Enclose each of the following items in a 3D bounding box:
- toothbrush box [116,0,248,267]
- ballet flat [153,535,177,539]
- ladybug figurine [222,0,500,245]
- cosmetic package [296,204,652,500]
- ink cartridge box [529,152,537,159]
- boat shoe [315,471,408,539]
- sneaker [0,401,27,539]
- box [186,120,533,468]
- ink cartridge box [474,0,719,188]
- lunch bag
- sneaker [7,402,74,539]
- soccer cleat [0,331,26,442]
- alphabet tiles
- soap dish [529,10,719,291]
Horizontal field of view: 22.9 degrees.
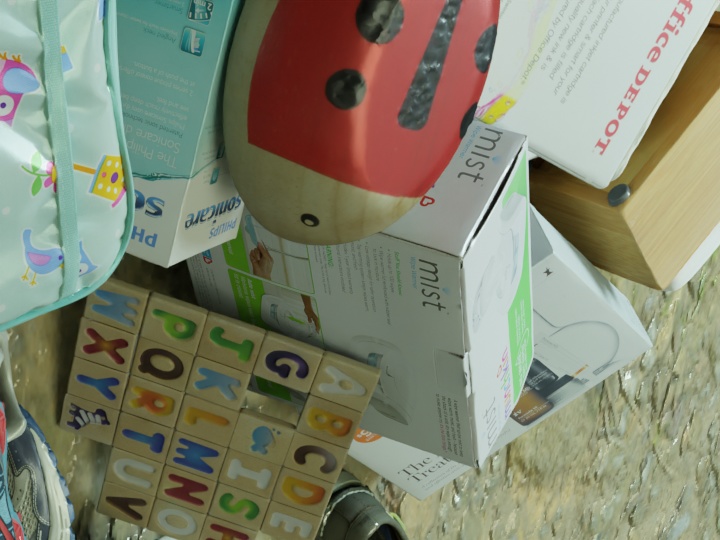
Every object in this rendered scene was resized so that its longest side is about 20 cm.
[{"bbox_3d":[-0.116,-0.122,0.864,0.085,0.146,0.200,-28,135,-67],"label":"toothbrush box"},{"bbox_3d":[-0.132,0.205,1.055,0.070,0.069,0.200,-68,167,11],"label":"ballet flat"},{"bbox_3d":[0.009,-0.101,0.829,0.136,0.072,0.200,6,106,-40],"label":"ladybug figurine"},{"bbox_3d":[0.073,0.059,1.175,0.200,0.052,0.151,-36,137,15],"label":"cosmetic package"},{"bbox_3d":[0.083,-0.155,1.084,0.176,0.045,0.200,-25,130,-52],"label":"ink cartridge box"},{"bbox_3d":[0.010,0.230,1.266,0.072,0.060,0.202,-36,133,-22],"label":"boat shoe"},{"bbox_3d":[-0.203,0.129,0.885,0.079,0.096,0.200,-17,127,-5],"label":"sneaker"},{"bbox_3d":[0.000,0.000,0.992,0.200,0.176,0.097,81,32,-51],"label":"box"},{"bbox_3d":[0.082,-0.152,0.953,0.200,0.086,0.148,26,98,-38],"label":"ink cartridge box"},{"bbox_3d":[-0.167,-0.067,0.697,0.160,0.077,0.200,-22,128,-32],"label":"lunch bag"},{"bbox_3d":[-0.219,0.169,1.011,0.085,0.077,0.200,-8,118,-35],"label":"sneaker"},{"bbox_3d":[-0.218,0.008,0.906,0.070,0.086,0.200,-34,132,-23],"label":"soccer cleat"},{"bbox_3d":[-0.092,0.096,1.033,0.008,0.167,0.200,-73,-178,-47],"label":"alphabet tiles"},{"bbox_3d":[0.206,-0.091,1.197,0.200,0.157,0.081,-50,121,-8],"label":"soap dish"}]
